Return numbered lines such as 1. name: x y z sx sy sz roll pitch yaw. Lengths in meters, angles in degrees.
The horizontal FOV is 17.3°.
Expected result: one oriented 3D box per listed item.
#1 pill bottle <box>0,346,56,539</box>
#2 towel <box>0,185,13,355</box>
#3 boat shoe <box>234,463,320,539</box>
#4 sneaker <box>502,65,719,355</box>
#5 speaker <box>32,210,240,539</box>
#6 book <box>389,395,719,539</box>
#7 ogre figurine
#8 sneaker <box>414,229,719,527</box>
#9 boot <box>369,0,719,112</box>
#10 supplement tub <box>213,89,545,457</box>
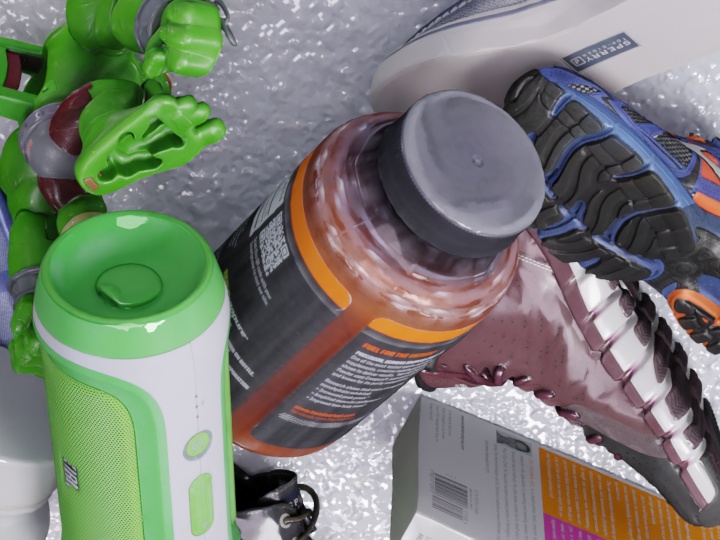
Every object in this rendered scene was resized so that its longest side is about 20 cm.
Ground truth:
1. pill bottle: -0.219 0.136 1.140 0.114 0.114 0.200 29 114 -8
2. towel: -0.259 0.002 1.150 0.200 0.024 0.147 -18 108 8
3. boat shoe: -0.057 0.121 1.165 0.200 0.070 0.066 41 108 -4
4. sneaker: 0.137 -0.033 1.079 0.075 0.079 0.200 -28 128 36
5. speaker: -0.097 0.071 1.043 0.088 0.089 0.200 2 132 2
6. book: 0.111 0.137 1.125 0.200 0.134 0.048 26 108 -7
7. ogre figurine: -0.119 -0.062 1.060 0.098 0.120 0.200 -8 135 -17
8. sneaker: 0.091 0.051 1.135 0.115 0.076 0.200 -29 96 17
9. boot: 0.094 -0.126 1.072 0.200 0.090 0.073 -16 142 33
10. supplement tub: 0.000 0.000 1.052 0.107 0.107 0.200 36 139 -10
